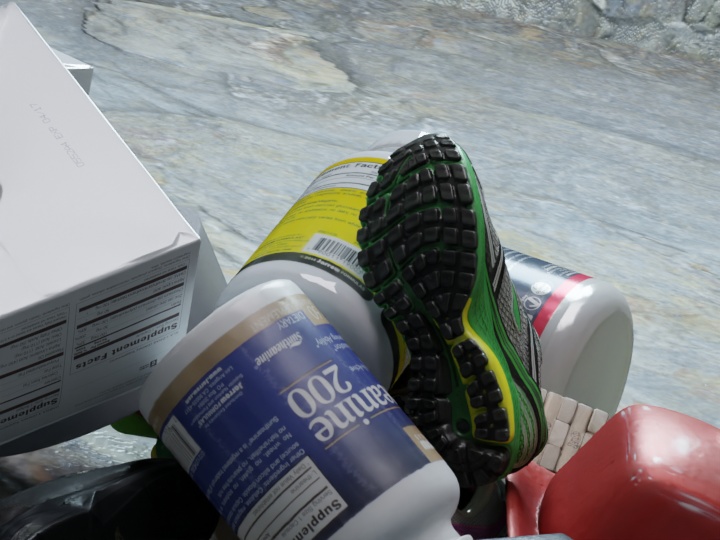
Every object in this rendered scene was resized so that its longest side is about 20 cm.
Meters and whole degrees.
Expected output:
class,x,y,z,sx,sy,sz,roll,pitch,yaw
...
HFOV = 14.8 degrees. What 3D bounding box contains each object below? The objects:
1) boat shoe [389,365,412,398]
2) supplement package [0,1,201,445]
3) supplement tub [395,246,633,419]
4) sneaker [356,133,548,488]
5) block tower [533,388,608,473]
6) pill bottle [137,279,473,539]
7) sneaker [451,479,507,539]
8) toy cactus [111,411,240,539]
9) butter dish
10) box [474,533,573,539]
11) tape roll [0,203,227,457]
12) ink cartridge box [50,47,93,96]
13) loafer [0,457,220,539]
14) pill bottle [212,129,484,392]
class,x,y,z,sx,sy,sz,roll,pitch,yaw
boat shoe,0.001,0.053,1.753,0.202,0.075,0.075,-22,-7,23
supplement package,-0.206,-0.021,1.488,0.155,0.111,0.200,-22,56,-27
supplement tub,0.068,0.048,1.844,0.200,0.141,0.140,19,16,25
sneaker,0.055,0.021,1.568,0.078,0.201,0.085,-12,-4,29
block tower,0.150,0.125,1.714,0.200,0.054,0.058,22,58,3
pill bottle,-0.018,0.112,1.479,0.200,0.111,0.111,50,26,12
sneaker,0.057,0.138,1.607,0.081,0.088,0.200,16,15,14
toy cactus,-0.055,0.108,1.652,0.199,0.102,0.165,20,24,-4
butter dish,0.193,0.139,1.539,0.199,0.148,0.200,33,13,-6
box,0.072,0.212,1.322,0.200,0.104,0.182,0,21,-39
tape roll,-0.177,0.034,1.659,0.200,0.066,0.200,-18,19,7
ink cartridge box,-0.268,-0.063,1.860,0.144,0.201,0.084,26,20,39
loafer,-0.149,0.134,1.497,0.072,0.073,0.200,16,14,31
pill bottle,0.000,0.000,1.654,0.112,0.113,0.200,17,37,17
